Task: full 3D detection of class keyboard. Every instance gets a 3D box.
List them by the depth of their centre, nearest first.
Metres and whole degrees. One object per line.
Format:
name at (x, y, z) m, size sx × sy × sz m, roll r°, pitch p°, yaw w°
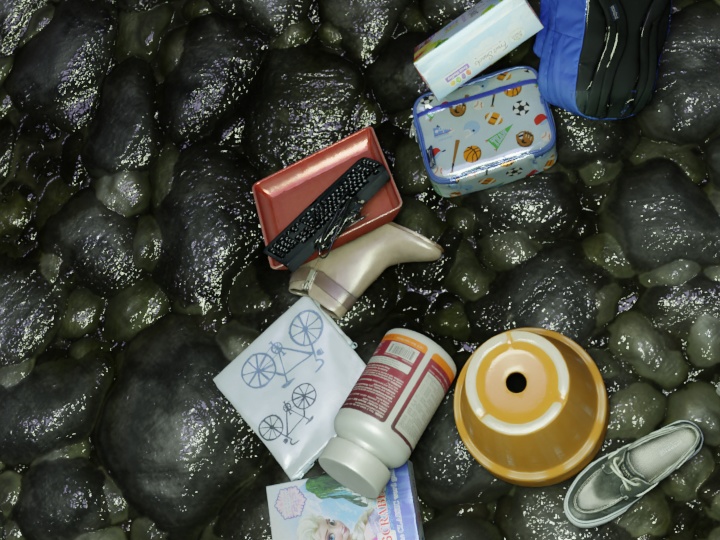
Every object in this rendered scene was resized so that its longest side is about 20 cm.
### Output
keyboard at (-0.042, -0.084, 1.558) m, size 0.200 × 0.040 × 0.104 m, roll -46°, pitch 42°, yaw -15°

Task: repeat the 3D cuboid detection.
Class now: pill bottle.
pill bottle at (0.034, 0.183, 1.495) m, size 0.109 × 0.110 × 0.201 m, roll 24°, pitch 65°, yaw 20°

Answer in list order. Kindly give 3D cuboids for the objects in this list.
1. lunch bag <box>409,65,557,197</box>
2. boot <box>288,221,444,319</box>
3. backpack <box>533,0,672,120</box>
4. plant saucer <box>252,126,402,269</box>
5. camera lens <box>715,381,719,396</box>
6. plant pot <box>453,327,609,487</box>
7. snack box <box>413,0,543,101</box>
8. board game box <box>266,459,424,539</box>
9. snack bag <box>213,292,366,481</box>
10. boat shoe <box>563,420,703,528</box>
lunch bag at (0.169, -0.197, 1.621) m, size 0.198 × 0.076 × 0.162 m, roll -14°, pitch 68°, yaw 9°
boot at (0.000, 0.000, 1.600) m, size 0.199 × 0.070 × 0.147 m, roll 19°, pitch 71°, yaw 33°
backpack at (0.319, -0.308, 1.556) m, size 0.161 × 0.168 × 0.202 m, roll -5°, pitch 108°, yaw -23°
plant saucer at (-0.045, -0.095, 1.628) m, size 0.198 × 0.037 × 0.201 m, roll -26°, pitch 40°, yaw 6°
camera lens at (0.545, 0.145, 1.369) m, size 0.200 × 0.160 × 0.160 m, roll 37°, pitch 85°, yaw 21°
plant pot at (0.205, 0.157, 1.441) m, size 0.198 × 0.183 × 0.202 m, roll -4°, pitch 72°, yaw 13°
snack box at (0.156, -0.316, 1.583) m, size 0.168 × 0.200 × 0.068 m, roll -33°, pitch 103°, yaw 12°
board game box at (-0.014, 0.364, 1.511) m, size 0.198 × 0.041 × 0.202 m, roll -14°, pitch 70°, yaw 10°
snack bag at (-0.080, 0.159, 1.603) m, size 0.188 × 0.021 × 0.200 m, roll -42°, pitch 67°, yaw 0°
boat shoe at (0.335, 0.245, 1.441) m, size 0.199 × 0.071 × 0.072 m, roll -37°, pitch 68°, yaw 2°
